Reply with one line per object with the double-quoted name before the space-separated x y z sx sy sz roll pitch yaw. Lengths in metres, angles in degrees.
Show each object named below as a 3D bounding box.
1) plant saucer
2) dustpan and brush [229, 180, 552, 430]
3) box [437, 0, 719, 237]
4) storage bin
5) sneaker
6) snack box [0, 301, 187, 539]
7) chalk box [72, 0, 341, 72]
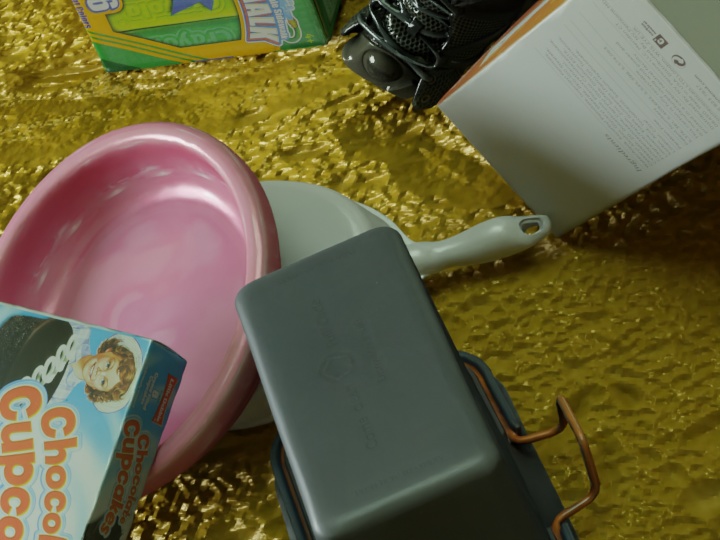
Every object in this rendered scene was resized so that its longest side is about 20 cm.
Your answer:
"plant saucer" -0.114 0.026 1.001 0.199 0.051 0.202 -16 62 32
"dustpan and brush" 0.000 0.000 1.022 0.198 0.057 0.141 -21 57 17
"box" 0.143 -0.114 0.961 0.124 0.098 0.200 -46 5 -25
"storage bin" 0.025 0.082 0.871 0.144 0.135 0.201 -23 44 0
"sneaker" 0.042 -0.143 1.068 0.076 0.199 0.114 43 93 4
"snack box" -0.166 0.120 0.930 0.115 0.037 0.202 11 76 31
"chalk box" -0.075 -0.215 1.208 0.198 0.125 0.125 -5 46 19
